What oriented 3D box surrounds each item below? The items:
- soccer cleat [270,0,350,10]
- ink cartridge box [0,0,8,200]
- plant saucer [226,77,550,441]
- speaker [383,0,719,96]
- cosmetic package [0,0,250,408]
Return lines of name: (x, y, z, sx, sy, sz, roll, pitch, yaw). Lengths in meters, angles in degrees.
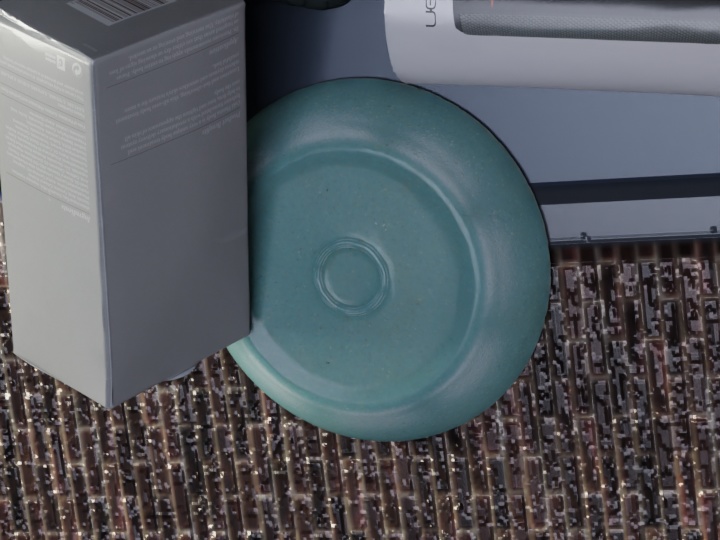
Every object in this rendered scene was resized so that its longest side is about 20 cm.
soccer cleat: (-0.093, -0.173, 1.291, 0.199, 0.068, 0.081, 23, 134, 8)
ink cartridge box: (-0.216, -0.135, 1.306, 0.042, 0.119, 0.200, -37, 90, 22)
plant saucer: (0.000, 0.000, 1.314, 0.199, 0.036, 0.201, 5, 106, 18)
speaker: (0.114, -0.127, 1.217, 0.199, 0.081, 0.082, 5, 106, 18)
cosmetic package: (-0.119, -0.044, 1.262, 0.090, 0.107, 0.201, 28, 128, 35)
